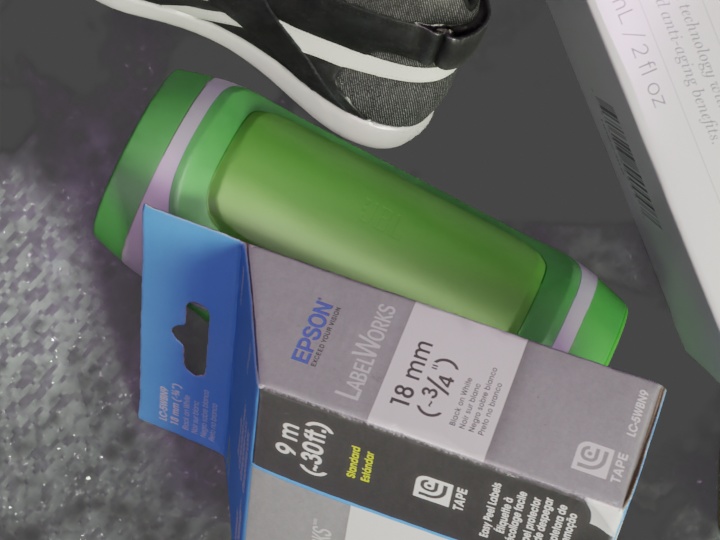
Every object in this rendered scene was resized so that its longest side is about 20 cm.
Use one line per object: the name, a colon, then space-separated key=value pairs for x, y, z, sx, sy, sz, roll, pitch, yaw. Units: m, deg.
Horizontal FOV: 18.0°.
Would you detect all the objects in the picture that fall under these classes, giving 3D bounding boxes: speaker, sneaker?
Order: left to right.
sneaker: x=-0.038 y=-0.139 z=0.864 sx=0.199 sy=0.112 sz=0.073 roll=30 pitch=48 yaw=-6
speaker: x=0.000 y=0.000 z=0.883 sx=0.199 sy=0.088 sz=0.089 roll=28 pitch=91 yaw=1

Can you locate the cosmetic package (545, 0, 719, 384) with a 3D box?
cosmetic package: x=0.189 y=-0.083 z=0.844 sx=0.199 sy=0.123 sz=0.201 roll=-24 pitch=101 yaw=0

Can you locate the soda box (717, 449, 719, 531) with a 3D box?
soda box: x=0.243 y=0.083 z=0.882 sx=0.198 sy=0.068 sz=0.065 roll=1 pitch=103 yaw=1

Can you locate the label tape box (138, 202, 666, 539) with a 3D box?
label tape box: x=-0.001 y=0.072 z=0.840 sx=0.199 sy=0.145 sz=0.064 roll=18 pitch=53 yaw=8
